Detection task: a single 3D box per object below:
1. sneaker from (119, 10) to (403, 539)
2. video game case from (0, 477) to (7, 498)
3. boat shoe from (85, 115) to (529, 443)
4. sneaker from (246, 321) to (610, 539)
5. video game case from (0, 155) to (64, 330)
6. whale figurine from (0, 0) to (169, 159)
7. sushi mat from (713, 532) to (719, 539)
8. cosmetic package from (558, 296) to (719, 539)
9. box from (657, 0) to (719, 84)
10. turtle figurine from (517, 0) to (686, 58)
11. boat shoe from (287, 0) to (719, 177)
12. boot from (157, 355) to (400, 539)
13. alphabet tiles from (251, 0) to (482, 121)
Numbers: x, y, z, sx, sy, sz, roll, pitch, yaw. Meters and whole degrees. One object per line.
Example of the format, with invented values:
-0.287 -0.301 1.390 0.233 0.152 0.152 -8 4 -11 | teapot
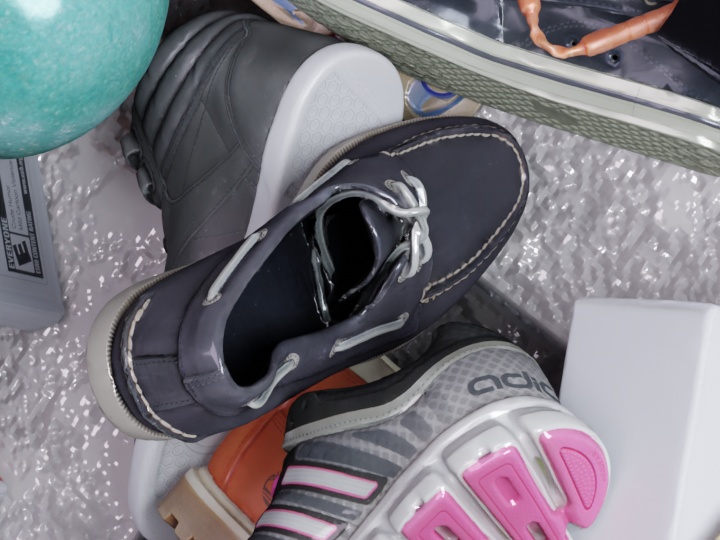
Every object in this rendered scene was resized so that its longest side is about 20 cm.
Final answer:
-0.053 -0.004 1.010 0.099 0.070 0.201 37 112 47 | sneaker
-0.245 0.067 1.116 0.143 0.017 0.200 -47 65 12 | video game case
0.000 0.000 0.912 0.062 0.199 0.073 -10 105 49 | boat shoe
-0.007 0.090 0.886 0.200 0.074 0.088 -42 35 20 | sneaker
-0.186 -0.084 1.019 0.023 0.181 0.202 -19 73 26 | video game case
-0.151 -0.115 0.946 0.103 0.199 0.160 3 75 49 | whale figurine
0.138 0.107 0.835 0.200 0.096 0.012 -48 22 -19 | sushi mat
0.110 0.116 0.871 0.071 0.101 0.202 2 82 57 | cosmetic package
0.227 -0.094 0.796 0.199 0.117 0.197 30 97 -12 | box
0.085 -0.151 0.915 0.161 0.065 0.200 44 61 14 | turtle figurine
0.054 -0.091 0.953 0.199 0.075 0.063 19 85 15 | boat shoe
0.032 0.106 0.942 0.200 0.075 0.107 41 88 21 | boot
0.003 -0.170 0.996 0.200 0.008 0.168 38 100 5 | alphabet tiles
